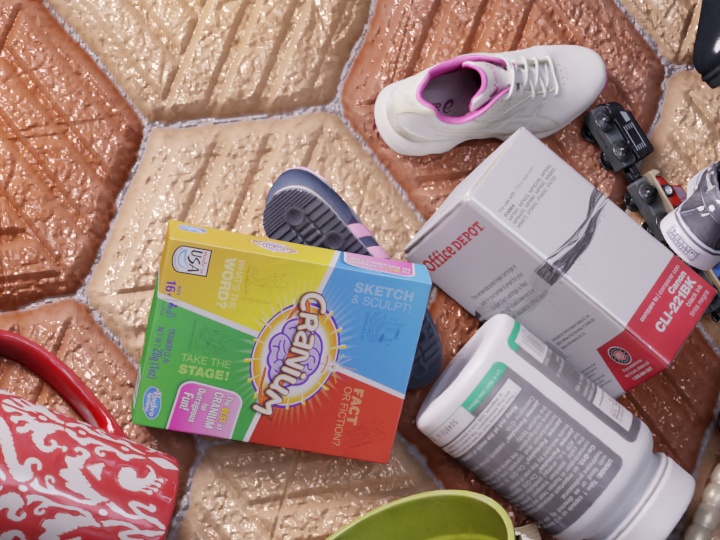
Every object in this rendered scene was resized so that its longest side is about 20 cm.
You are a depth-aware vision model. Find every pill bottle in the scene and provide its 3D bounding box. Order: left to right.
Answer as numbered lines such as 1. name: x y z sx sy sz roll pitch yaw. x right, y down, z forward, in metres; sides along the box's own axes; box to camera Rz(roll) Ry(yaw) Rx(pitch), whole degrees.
1. pill bottle: 0.151 0.136 1.730 0.200 0.113 0.113 39 72 -4

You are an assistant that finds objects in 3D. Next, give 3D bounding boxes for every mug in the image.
1. mug: -0.234 0.136 1.625 0.199 0.133 0.178 20 77 -13

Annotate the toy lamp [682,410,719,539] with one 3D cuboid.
1. toy lamp: 0.266 0.206 1.776 0.058 0.058 0.201 28 72 -7

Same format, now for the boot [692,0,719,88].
1. boot: 0.278 -0.269 1.860 0.168 0.076 0.201 36 66 -9

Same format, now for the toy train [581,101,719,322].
1. toy train: 0.246 -0.049 1.835 0.046 0.034 0.201 -29 86 -30

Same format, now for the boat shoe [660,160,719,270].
1. boat shoe: 0.292 -0.058 1.770 0.072 0.200 0.068 48 115 7

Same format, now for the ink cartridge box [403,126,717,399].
1. ink cartridge box: 0.150 0.002 1.736 0.200 0.144 0.084 39 64 -4

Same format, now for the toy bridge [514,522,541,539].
1. toy bridge: 0.049 0.225 1.731 0.199 0.027 0.068 -17 83 -16

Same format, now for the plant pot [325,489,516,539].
1. plant pot: 0.061 0.297 1.629 0.200 0.200 0.193 -39 116 -18

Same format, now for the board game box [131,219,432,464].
1. board game box: -0.060 0.055 1.688 0.199 0.040 0.154 9 109 -10

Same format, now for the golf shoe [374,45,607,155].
1. golf shoe: 0.113 -0.140 1.788 0.199 0.092 0.076 -16 82 -18

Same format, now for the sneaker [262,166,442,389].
1. sneaker: 0.000 0.000 1.745 0.070 0.082 0.200 -30 111 15
